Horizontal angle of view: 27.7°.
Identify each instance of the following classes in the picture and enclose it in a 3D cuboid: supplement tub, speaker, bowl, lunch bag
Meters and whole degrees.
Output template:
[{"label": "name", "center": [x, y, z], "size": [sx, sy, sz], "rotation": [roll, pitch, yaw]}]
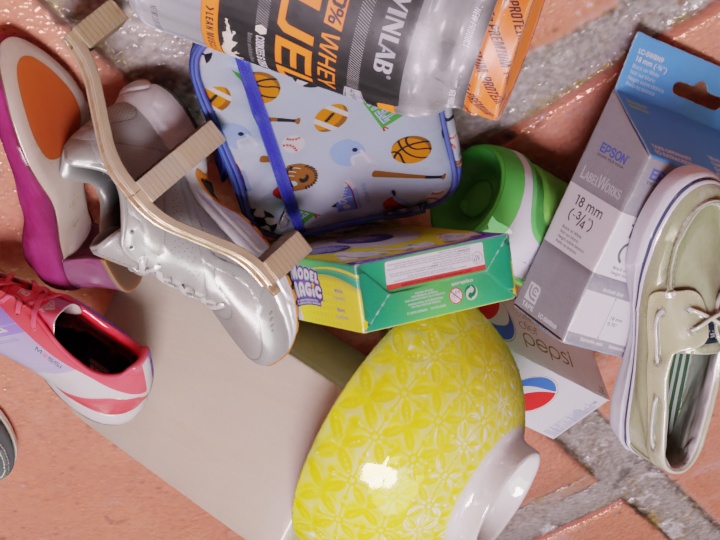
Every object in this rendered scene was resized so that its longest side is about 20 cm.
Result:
[{"label": "supplement tub", "center": [-0.008, -0.153, 0.742], "size": [0.199, 0.123, 0.123], "rotation": [19, 138, 7]}, {"label": "speaker", "center": [0.144, -0.018, 1.041], "size": [0.200, 0.089, 0.088], "rotation": [26, 128, -35]}, {"label": "bowl", "center": [0.056, 0.127, 0.985], "size": [0.200, 0.108, 0.200], "rotation": [-45, 154, -29]}, {"label": "lunch bag", "center": [-0.024, -0.102, 0.917], "size": [0.160, 0.076, 0.200], "rotation": [-11, 139, 4]}]

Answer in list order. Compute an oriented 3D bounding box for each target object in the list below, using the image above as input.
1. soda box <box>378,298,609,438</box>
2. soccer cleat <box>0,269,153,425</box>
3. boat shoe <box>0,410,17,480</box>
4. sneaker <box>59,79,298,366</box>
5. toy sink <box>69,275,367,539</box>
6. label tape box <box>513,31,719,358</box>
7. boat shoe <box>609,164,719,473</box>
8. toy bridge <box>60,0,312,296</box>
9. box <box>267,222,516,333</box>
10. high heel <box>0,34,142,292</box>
[{"label": "soda box", "center": [0.102, 0.061, 1.137], "size": [0.200, 0.068, 0.064], "rotation": [28, 126, -37]}, {"label": "soccer cleat", "center": [-0.227, 0.029, 0.979], "size": [0.200, 0.068, 0.073], "rotation": [31, 143, 1]}, {"label": "boat shoe", "center": [-0.326, 0.119, 1.110], "size": [0.073, 0.062, 0.200], "rotation": [-18, 139, 8]}, {"label": "sneaker", "center": [-0.120, -0.014, 0.921], "size": [0.200, 0.092, 0.076], "rotation": [58, 150, -11]}, {"label": "toy sink", "center": [-0.085, 0.091, 1.047], "size": [0.131, 0.200, 0.112], "rotation": [-64, 158, 11]}, {"label": "label tape box", "center": [0.210, -0.039, 0.975], "size": [0.144, 0.063, 0.200], "rotation": [14, 105, -33]}, {"label": "boat shoe", "center": [0.209, 0.034, 0.931], "size": [0.072, 0.062, 0.201], "rotation": [-7, 114, -25]}, {"label": "toy bridge", "center": [-0.111, -0.063, 0.874], "size": [0.067, 0.027, 0.200], "rotation": [-42, 102, -20]}, {"label": "box", "center": [0.000, 0.000, 0.972], "size": [0.117, 0.049, 0.200], "rotation": [-12, -172, -29]}, {"label": "high heel", "center": [-0.215, -0.063, 0.938], "size": [0.096, 0.067, 0.200], "rotation": [8, 131, 31]}]
